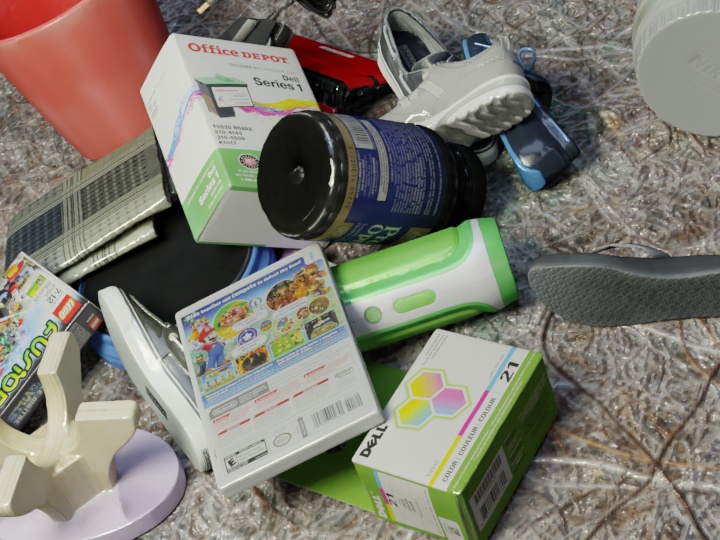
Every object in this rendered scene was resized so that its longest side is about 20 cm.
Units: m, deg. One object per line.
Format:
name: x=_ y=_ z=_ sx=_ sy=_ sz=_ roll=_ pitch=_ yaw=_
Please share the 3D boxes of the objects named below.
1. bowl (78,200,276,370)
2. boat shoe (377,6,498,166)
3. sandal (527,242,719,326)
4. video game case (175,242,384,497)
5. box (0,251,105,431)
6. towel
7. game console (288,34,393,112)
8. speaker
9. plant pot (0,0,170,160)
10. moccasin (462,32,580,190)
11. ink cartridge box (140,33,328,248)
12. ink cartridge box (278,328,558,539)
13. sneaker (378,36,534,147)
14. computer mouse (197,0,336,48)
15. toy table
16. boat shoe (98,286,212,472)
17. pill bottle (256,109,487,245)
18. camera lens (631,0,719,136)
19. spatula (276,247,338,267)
bowl: x=-0.179 y=0.008 z=1.474 sx=0.199 sy=0.040 sz=0.202 roll=-14 pitch=43 yaw=13
boat shoe: x=0.076 y=-0.186 z=1.530 sx=0.071 sy=0.068 sz=0.201 roll=-19 pitch=54 yaw=-14
sandal: x=0.240 y=0.008 z=1.287 sx=0.198 sy=0.076 sz=0.043 roll=2 pitch=47 yaw=9
video game case: x=-0.071 y=0.078 z=1.270 sx=0.142 sy=0.018 sz=0.201 roll=-27 pitch=46 yaw=6
box: x=-0.333 y=0.091 z=1.414 sx=0.110 sy=0.035 sz=0.201 roll=30 pitch=79 yaw=35
towel: x=-0.272 y=-0.052 z=1.549 sx=0.199 sy=0.035 sz=0.193 roll=-32 pitch=28 yaw=6
game console: x=-0.074 y=-0.169 z=1.635 sx=0.199 sy=0.120 sz=0.172 roll=25 pitch=28 yaw=38
speaker: x=0.034 y=0.019 z=1.346 sx=0.198 sy=0.089 sz=0.089 roll=-18 pitch=42 yaw=5
plant pot: x=-0.284 y=-0.230 z=1.647 sx=0.199 sy=0.178 sz=0.201 roll=-22 pitch=33 yaw=15
moccasin: x=0.158 y=-0.159 z=1.494 sx=0.068 sy=0.081 sz=0.201 roll=-27 pitch=55 yaw=8
ink cartridge box: x=-0.109 y=-0.124 z=1.470 sx=0.144 sy=0.084 sz=0.201 roll=3 pitch=49 yaw=-34
ink cartridge box: x=0.037 y=0.122 z=1.246 sx=0.199 sy=0.076 sz=0.148 roll=13 pitch=52 yaw=32
sneaker: x=0.077 y=-0.154 z=1.466 sx=0.199 sy=0.075 sz=0.083 roll=-20 pitch=58 yaw=30
computer mouse: x=-0.124 y=-0.225 z=1.532 sx=0.199 sy=0.140 sz=0.046 roll=-33 pitch=64 yaw=25
toy table: x=-0.259 y=0.158 z=1.303 sx=0.198 sy=0.118 sz=0.185 roll=-13 pitch=43 yaw=8
boat shoe: x=-0.164 y=0.087 z=1.357 sx=0.063 sy=0.071 sz=0.200 roll=-28 pitch=64 yaw=-20
pill bottle: x=0.015 y=-0.079 z=1.372 sx=0.199 sy=0.113 sz=0.112 roll=3 pitch=24 yaw=-42
camera lens: x=0.338 y=-0.245 z=1.437 sx=0.158 sy=0.161 sz=0.201 roll=-2 pitch=46 yaw=21
spatula: x=0.000 y=0.000 z=1.428 sx=0.198 sy=0.021 sz=0.057 roll=-2 pitch=47 yaw=20
